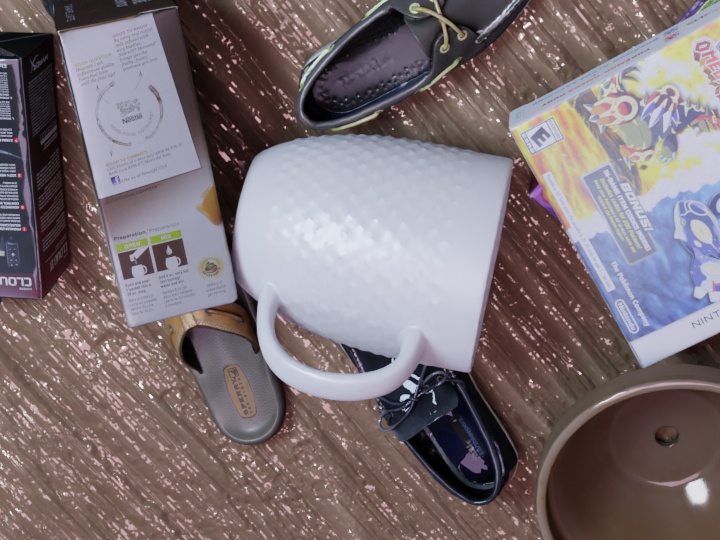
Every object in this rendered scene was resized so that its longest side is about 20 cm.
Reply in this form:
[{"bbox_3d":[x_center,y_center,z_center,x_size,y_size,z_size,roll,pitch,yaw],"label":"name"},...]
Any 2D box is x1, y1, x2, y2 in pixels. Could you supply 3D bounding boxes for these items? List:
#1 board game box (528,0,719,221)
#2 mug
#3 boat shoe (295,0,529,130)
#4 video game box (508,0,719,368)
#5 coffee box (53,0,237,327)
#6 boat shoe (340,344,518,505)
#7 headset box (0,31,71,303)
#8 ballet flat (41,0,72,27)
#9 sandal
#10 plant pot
[{"bbox_3d":[0.224,-0.089,1.108,0.120,0.032,0.200,38,111,-12],"label":"board game box"},{"bbox_3d":[0.000,0.000,1.088,0.173,0.201,0.148,12,144,6],"label":"mug"},{"bbox_3d":[0.041,-0.158,1.089,0.200,0.061,0.072,-34,104,19],"label":"boat shoe"},{"bbox_3d":[0.225,-0.058,1.082,0.181,0.047,0.201,-28,105,15],"label":"video game box"},{"bbox_3d":[-0.144,-0.081,1.079,0.079,0.114,0.202,-14,111,-9],"label":"coffee box"},{"bbox_3d":[0.047,0.092,1.189,0.074,0.062,0.201,-32,103,21],"label":"boat shoe"},{"bbox_3d":[-0.295,-0.068,1.168,0.147,0.075,0.202,2,112,8],"label":"headset box"},{"bbox_3d":[-0.185,-0.176,1.131,0.066,0.057,0.201,-28,113,-11],"label":"ballet flat"},{"bbox_3d":[-0.115,0.048,1.198,0.081,0.055,0.202,-15,108,14],"label":"sandal"},{"bbox_3d":[0.225,0.141,1.160,0.198,0.093,0.203,2,119,4],"label":"plant pot"}]
